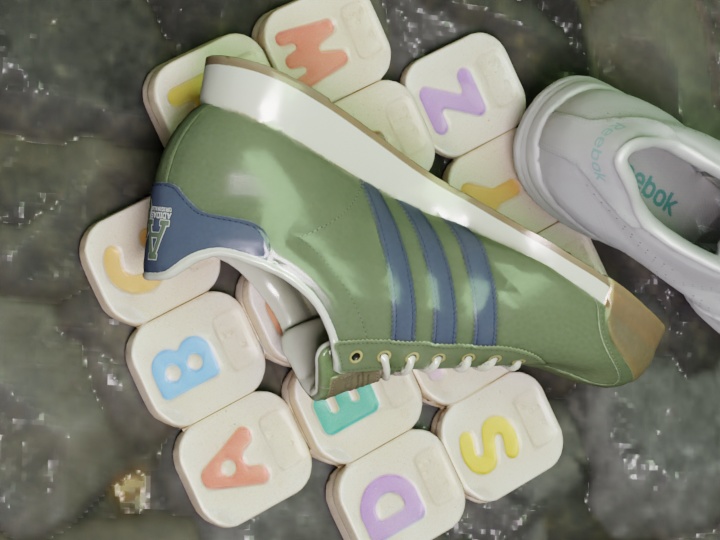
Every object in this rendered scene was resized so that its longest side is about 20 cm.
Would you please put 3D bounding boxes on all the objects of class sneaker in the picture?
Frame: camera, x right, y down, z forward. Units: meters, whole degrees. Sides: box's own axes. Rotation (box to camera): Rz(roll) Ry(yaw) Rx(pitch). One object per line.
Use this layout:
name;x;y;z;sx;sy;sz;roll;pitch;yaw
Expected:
sneaker;0.009;0.010;1.037;0.200;0.067;0.090;32;78;-20
sneaker;0.154;-0.008;1.101;0.199;0.088;0.076;23;91;-24

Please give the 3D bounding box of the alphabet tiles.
alphabet tiles;0.000;0.000;1.074;0.195;0.015;0.201;-27;96;-27
